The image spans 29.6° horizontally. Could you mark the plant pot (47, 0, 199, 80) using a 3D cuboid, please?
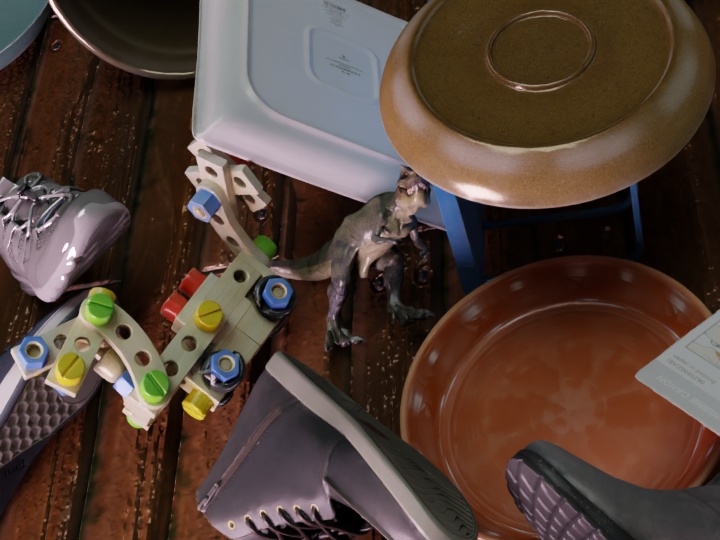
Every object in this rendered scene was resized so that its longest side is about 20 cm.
[{"bbox_3d":[-0.146,-0.285,1.119,0.197,0.202,0.174,-9,34,16],"label":"plant pot"}]

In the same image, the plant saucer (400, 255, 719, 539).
[{"bbox_3d":[0.121,0.080,0.802,0.197,0.032,0.202,-12,51,14],"label":"plant saucer"}]

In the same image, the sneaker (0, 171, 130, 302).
[{"bbox_3d":[-0.222,-0.029,0.936,0.075,0.082,0.199,-47,16,-25],"label":"sneaker"}]

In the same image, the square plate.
[{"bbox_3d":[-0.019,-0.135,0.944,0.028,0.198,0.200,-49,32,41],"label":"square plate"}]

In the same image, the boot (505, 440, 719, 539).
[{"bbox_3d":[0.183,0.119,0.702,0.199,0.070,0.132,35,67,8],"label":"boot"}]

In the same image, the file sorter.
[{"bbox_3d":[0.113,-0.110,0.886,0.121,0.139,0.202,-6,51,14],"label":"file sorter"}]

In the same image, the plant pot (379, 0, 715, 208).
[{"bbox_3d":[0.106,-0.122,0.795,0.197,0.028,0.202,-7,51,9],"label":"plant pot"}]

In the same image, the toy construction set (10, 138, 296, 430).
[{"bbox_3d":[-0.118,0.018,0.883,0.130,0.092,0.201,36,77,0],"label":"toy construction set"}]

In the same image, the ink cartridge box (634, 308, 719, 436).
[{"bbox_3d":[0.267,0.058,0.717,0.199,0.058,0.162,-36,48,-23],"label":"ink cartridge box"}]

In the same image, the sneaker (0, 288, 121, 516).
[{"bbox_3d":[-0.268,0.076,0.937,0.145,0.077,0.203,23,66,32],"label":"sneaker"}]

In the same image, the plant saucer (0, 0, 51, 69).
[{"bbox_3d":[-0.357,-0.231,1.247,0.197,0.036,0.202,-11,50,13],"label":"plant saucer"}]

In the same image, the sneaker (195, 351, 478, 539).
[{"bbox_3d":[-0.016,0.136,0.773,0.107,0.074,0.200,-57,37,2],"label":"sneaker"}]

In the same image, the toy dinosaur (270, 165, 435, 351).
[{"bbox_3d":[0.000,0.000,0.886,0.199,0.047,0.089,-29,72,48],"label":"toy dinosaur"}]
